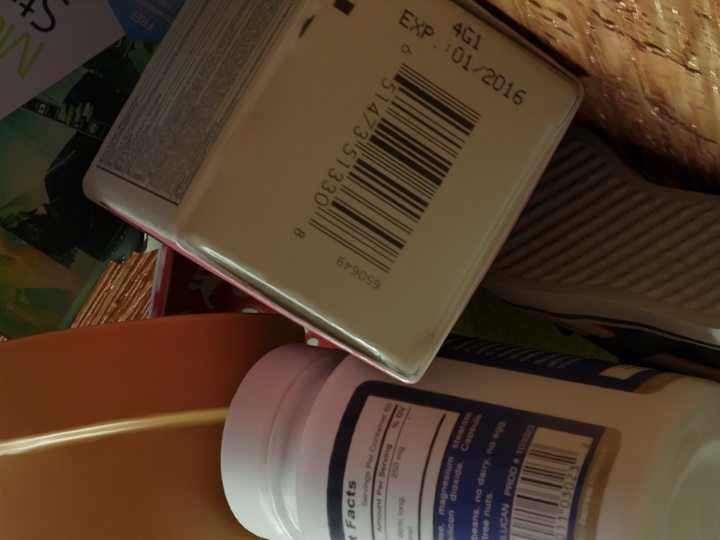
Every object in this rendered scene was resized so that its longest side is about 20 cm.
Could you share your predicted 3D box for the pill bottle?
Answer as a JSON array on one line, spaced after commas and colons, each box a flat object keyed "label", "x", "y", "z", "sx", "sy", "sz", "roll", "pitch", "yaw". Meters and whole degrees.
[{"label": "pill bottle", "x": 0.046, "y": 0.083, "z": 0.782, "sx": 0.199, "sy": 0.112, "sz": 0.111, "roll": 9, "pitch": 164, "yaw": 37}]

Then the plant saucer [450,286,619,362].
[{"label": "plant saucer", "x": 0.109, "y": 0.072, "z": 0.927, "sx": 0.198, "sy": 0.048, "sz": 0.200, "roll": 13, "pitch": 152, "yaw": -8}]

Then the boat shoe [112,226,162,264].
[{"label": "boat shoe", "x": -0.136, "y": -0.090, "z": 0.982, "sx": 0.074, "sy": 0.063, "sz": 0.203, "roll": 43, "pitch": 142, "yaw": 46}]

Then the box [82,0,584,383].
[{"label": "box", "x": -0.019, "y": -0.050, "z": 0.787, "sx": 0.109, "sy": 0.128, "sz": 0.200, "roll": 31, "pitch": 178, "yaw": -18}]

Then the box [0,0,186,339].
[{"label": "box", "x": -0.148, "y": -0.081, "z": 0.902, "sx": 0.144, "sy": 0.201, "sz": 0.036, "roll": 31, "pitch": 178, "yaw": 2}]

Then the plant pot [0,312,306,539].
[{"label": "plant pot", "x": -0.111, "y": 0.107, "z": 0.891, "sx": 0.198, "sy": 0.141, "sz": 0.200, "roll": -10, "pitch": 171, "yaw": -2}]

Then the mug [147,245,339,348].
[{"label": "mug", "x": -0.001, "y": -0.002, "z": 1.036, "sx": 0.198, "sy": 0.179, "sz": 0.134, "roll": 9, "pitch": -158, "yaw": -9}]

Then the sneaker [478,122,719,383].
[{"label": "sneaker", "x": 0.109, "y": 0.001, "z": 0.790, "sx": 0.199, "sy": 0.079, "sz": 0.079, "roll": 27, "pitch": 169, "yaw": 47}]
